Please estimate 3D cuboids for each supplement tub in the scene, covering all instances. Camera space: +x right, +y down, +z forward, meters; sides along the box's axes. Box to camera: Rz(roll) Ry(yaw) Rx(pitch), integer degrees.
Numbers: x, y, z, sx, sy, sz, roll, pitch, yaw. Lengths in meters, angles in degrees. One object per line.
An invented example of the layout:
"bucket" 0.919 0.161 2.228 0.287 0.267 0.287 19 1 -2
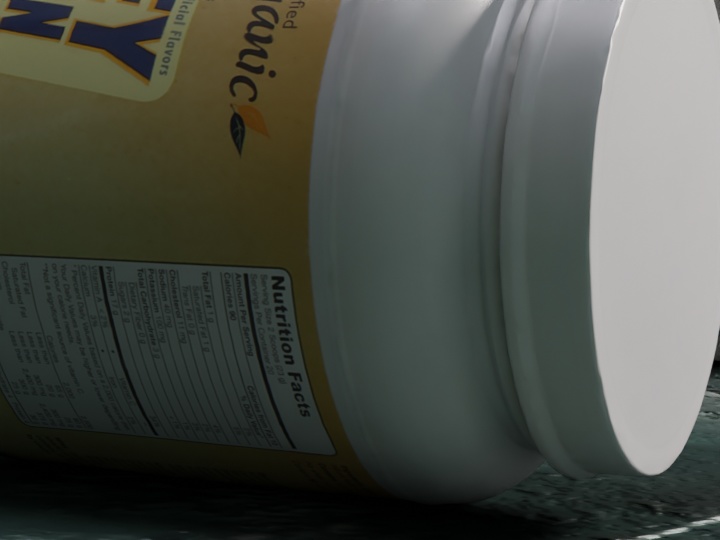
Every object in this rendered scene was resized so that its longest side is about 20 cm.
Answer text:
"supplement tub" -0.018 -0.019 0.463 0.198 0.146 0.144 3 3 25

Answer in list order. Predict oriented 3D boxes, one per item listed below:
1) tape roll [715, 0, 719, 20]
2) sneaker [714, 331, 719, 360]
"tape roll" 0.198 -0.101 0.959 0.200 0.141 0.203 8 4 -1
"sneaker" 0.187 0.001 0.828 0.074 0.088 0.200 0 1 -4
